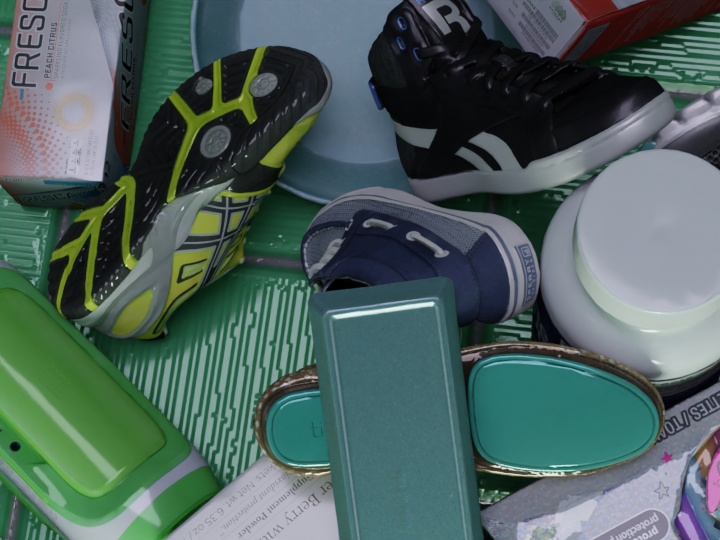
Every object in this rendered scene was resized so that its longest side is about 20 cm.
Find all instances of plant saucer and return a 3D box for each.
[{"bbox_3d":[0.022,0.106,0.944,0.070,0.019,0.201,-7,97,-1],"label":"plant saucer"},{"bbox_3d":[0.003,-0.136,1.140,0.199,0.036,0.201,0,94,1],"label":"plant saucer"}]

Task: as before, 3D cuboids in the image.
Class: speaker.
[{"bbox_3d":[-0.169,0.080,1.099,0.200,0.088,0.088,43,83,14],"label":"speaker"}]

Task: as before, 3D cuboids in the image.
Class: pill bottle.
[{"bbox_3d":[0.145,0.010,1.024,0.111,0.200,0.111,-1,73,2],"label":"pill bottle"}]

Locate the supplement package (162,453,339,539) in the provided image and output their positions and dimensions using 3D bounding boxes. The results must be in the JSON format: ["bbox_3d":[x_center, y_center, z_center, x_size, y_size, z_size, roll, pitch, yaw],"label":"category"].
[{"bbox_3d":[0.004,0.192,1.035,0.121,0.120,0.200,-40,76,-7],"label":"supplement package"}]

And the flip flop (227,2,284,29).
[{"bbox_3d":[-0.024,-0.228,1.176,0.081,0.058,0.200,38,79,13],"label":"flip flop"}]

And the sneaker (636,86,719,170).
[{"bbox_3d":[0.243,-0.070,1.105,0.200,0.078,0.091,-25,79,0],"label":"sneaker"}]

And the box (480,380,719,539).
[{"bbox_3d":[0.175,0.136,1.026,0.200,0.132,0.115,-29,74,-2],"label":"box"}]

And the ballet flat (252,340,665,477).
[{"bbox_3d":[0.047,0.064,0.981,0.199,0.065,0.071,1,101,-1],"label":"ballet flat"}]

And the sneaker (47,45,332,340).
[{"bbox_3d":[-0.087,-0.044,1.111,0.200,0.076,0.075,-44,48,12],"label":"sneaker"}]

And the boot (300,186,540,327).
[{"bbox_3d":[0.000,0.000,1.043,0.090,0.200,0.073,-16,99,-30],"label":"boot"}]

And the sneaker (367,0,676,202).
[{"bbox_3d":[0.067,-0.100,1.027,0.073,0.200,0.112,-34,103,-32],"label":"sneaker"}]

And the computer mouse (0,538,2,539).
[{"bbox_3d":[-0.251,0.200,1.102,0.140,0.046,0.200,-30,77,-20],"label":"computer mouse"}]

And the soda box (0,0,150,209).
[{"bbox_3d":[-0.164,-0.138,1.165,0.068,0.064,0.201,4,77,7],"label":"soda box"}]

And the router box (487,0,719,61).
[{"bbox_3d":[0.115,-0.221,1.117,0.179,0.049,0.200,-24,72,-39],"label":"router box"}]
